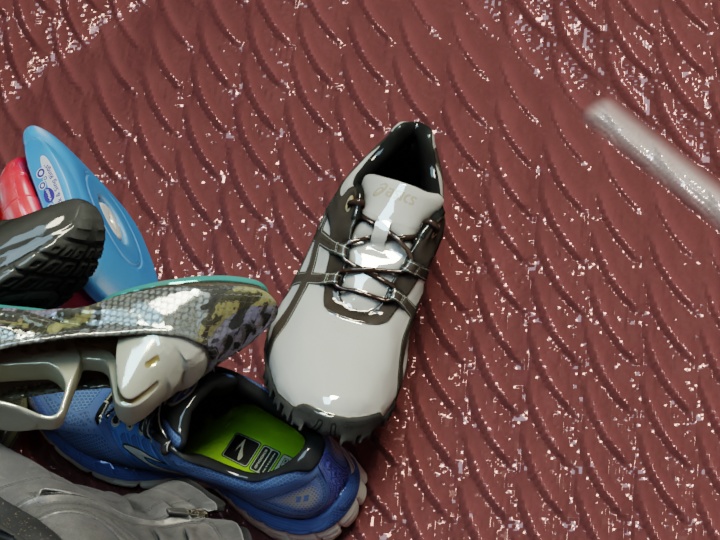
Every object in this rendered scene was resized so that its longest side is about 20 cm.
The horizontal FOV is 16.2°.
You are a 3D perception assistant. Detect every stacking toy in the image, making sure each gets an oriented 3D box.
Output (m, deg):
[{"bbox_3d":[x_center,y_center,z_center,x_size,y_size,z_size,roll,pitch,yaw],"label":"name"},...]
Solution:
[{"bbox_3d":[-0.223,0.018,1.412,0.200,0.110,0.116,-28,58,8],"label":"stacking toy"}]

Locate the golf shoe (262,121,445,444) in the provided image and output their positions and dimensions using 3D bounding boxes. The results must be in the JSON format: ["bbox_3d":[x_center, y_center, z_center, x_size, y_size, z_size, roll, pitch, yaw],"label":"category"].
[{"bbox_3d":[0.000,0.000,1.328,0.078,0.095,0.200,16,44,-3],"label":"golf shoe"}]

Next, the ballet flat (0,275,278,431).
[{"bbox_3d":[-0.139,0.048,1.276,0.200,0.072,0.072,-4,57,-7],"label":"ballet flat"}]

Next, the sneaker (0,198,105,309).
[{"bbox_3d":[-0.227,-0.003,1.332,0.200,0.076,0.091,-23,73,19],"label":"sneaker"}]

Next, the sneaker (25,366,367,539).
[{"bbox_3d":[-0.093,0.075,1.340,0.199,0.089,0.079,16,62,21],"label":"sneaker"}]

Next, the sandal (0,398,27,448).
[{"bbox_3d":[-0.248,0.139,1.362,0.080,0.057,0.201,29,84,26],"label":"sandal"}]

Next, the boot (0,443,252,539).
[{"bbox_3d":[-0.149,0.124,1.284,0.131,0.070,0.200,-5,32,-36],"label":"boot"}]
